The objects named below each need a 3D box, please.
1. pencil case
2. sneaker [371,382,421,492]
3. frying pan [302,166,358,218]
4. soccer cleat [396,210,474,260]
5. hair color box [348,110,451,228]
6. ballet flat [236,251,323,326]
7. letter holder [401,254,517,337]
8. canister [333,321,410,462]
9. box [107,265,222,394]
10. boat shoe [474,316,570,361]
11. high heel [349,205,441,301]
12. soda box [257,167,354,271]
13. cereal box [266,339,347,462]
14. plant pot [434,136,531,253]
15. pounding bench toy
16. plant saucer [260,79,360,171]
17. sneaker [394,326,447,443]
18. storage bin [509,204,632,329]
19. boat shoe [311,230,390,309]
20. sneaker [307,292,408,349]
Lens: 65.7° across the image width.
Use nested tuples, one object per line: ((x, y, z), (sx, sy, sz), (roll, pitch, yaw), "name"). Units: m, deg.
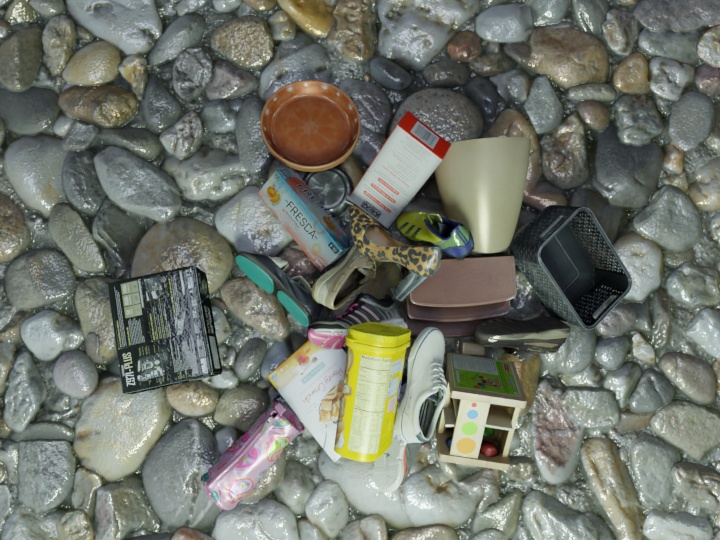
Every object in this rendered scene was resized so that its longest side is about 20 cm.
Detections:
((-0.191, 0.324, 0.994), (0.087, 0.087, 0.200), (43, 85, 5), "pencil case")
((0.080, 0.299, 1.019), (0.076, 0.082, 0.202), (19, 85, 33), "sneaker")
((-0.042, -0.132, 1.106), (0.115, 0.031, 0.190), (-44, 82, -7), "frying pan")
((0.131, -0.084, 1.031), (0.065, 0.200, 0.084), (-45, 128, -11), "soccer cleat")
((0.068, -0.179, 1.024), (0.101, 0.200, 0.061), (36, 46, -4), "hair color box")
((-0.147, 0.023, 1.062), (0.200, 0.073, 0.073), (41, 82, 11), "ballet flat")
((0.184, 0.053, 1.048), (0.197, 0.101, 0.144), (-3, 83, -3), "letter holder")
((0.020, 0.196, 0.929), (0.085, 0.148, 0.203), (9, 92, 19), "canister")
((-0.356, 0.109, 1.024), (0.162, 0.086, 0.203), (-12, 81, -4), "box")
((0.300, 0.133, 1.033), (0.197, 0.075, 0.074), (0, 109, -18), "boat shoe")
((0.060, -0.063, 0.969), (0.071, 0.143, 0.201), (-21, 72, -40), "high heel")
((-0.104, -0.099, 1.067), (0.068, 0.063, 0.201), (-42, 84, 27), "soda box")
((-0.058, 0.228, 1.039), (0.144, 0.040, 0.200), (-40, 84, -10), "cereal box")
((0.230, -0.136, 1.052), (0.185, 0.187, 0.203), (-5, 95, -3), "plant pot")
((0.206, 0.238, 1.013), (0.122, 0.200, 0.158), (8, 112, 2), "pounding bench toy")
((-0.099, -0.287, 1.112), (0.197, 0.032, 0.203), (2, 70, -5), "plant saucer")
((0.119, 0.195, 0.948), (0.073, 0.070, 0.202), (26, 69, -34), "sneaker")
((0.388, -0.008, 1.032), (0.135, 0.094, 0.201), (-42, 109, -8), "storage bin")
((0.000, 0.000, 1.041), (0.200, 0.073, 0.065), (-40, 42, -24), "boat shoe")
((-0.010, 0.088, 1.034), (0.198, 0.074, 0.088), (-6, 67, -26), "sneaker")
